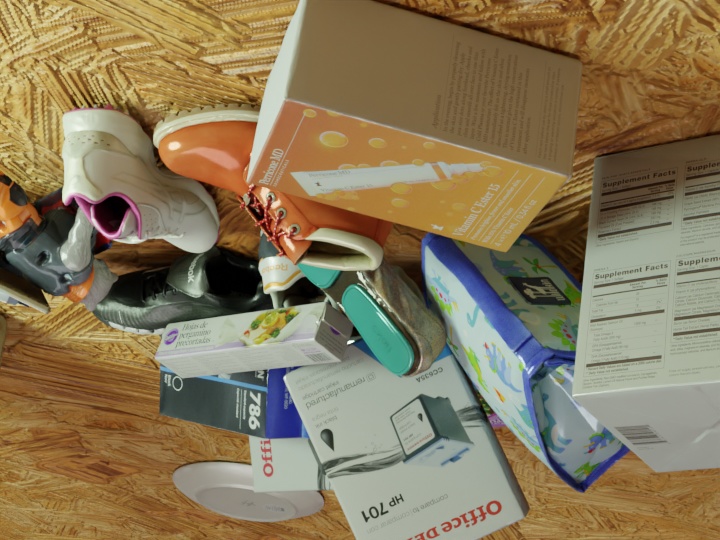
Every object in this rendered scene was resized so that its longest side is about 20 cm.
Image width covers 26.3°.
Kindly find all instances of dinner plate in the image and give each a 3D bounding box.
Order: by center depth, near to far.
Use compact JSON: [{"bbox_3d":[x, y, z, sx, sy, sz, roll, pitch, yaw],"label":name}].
[{"bbox_3d":[-0.147,0.293,1.991,0.200,0.024,0.200,7,154,3],"label":"dinner plate"}]

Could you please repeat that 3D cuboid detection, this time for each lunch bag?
[{"bbox_3d":[0.140,0.060,1.255,0.127,0.170,0.200,-44,140,5],"label":"lunch bag"}]

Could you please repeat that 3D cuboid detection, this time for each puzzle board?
[{"bbox_3d":[-0.369,-0.014,1.342,0.200,0.017,0.151,27,179,-17],"label":"puzzle board"}]

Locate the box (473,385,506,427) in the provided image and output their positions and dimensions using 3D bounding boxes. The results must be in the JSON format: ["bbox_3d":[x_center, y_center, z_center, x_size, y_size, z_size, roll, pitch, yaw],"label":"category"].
[{"bbox_3d":[0.075,0.120,1.558,0.200,0.039,0.137,-8,149,30],"label":"box"}]

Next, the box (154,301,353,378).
[{"bbox_3d":[-0.095,0.062,1.334,0.200,0.039,0.041,-10,141,41],"label":"box"}]

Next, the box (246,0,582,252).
[{"bbox_3d":[0.036,-0.103,1.069,0.200,0.098,0.124,14,153,-10],"label":"box"}]

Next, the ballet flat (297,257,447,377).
[{"bbox_3d":[0.000,0.000,1.265,0.067,0.200,0.068,-27,167,-42],"label":"ballet flat"}]

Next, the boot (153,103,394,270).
[{"bbox_3d":[-0.067,-0.061,1.177,0.200,0.107,0.075,12,155,-3],"label":"boot"}]

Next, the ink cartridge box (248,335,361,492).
[{"bbox_3d":[-0.007,0.135,1.476,0.200,0.145,0.084,-7,177,28],"label":"ink cartridge box"}]

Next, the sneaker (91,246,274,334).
[{"bbox_3d":[-0.154,0.014,1.401,0.200,0.067,0.091,1,150,7],"label":"sneaker"}]

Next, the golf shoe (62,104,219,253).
[{"bbox_3d":[-0.182,-0.052,1.248,0.075,0.092,0.200,-7,151,26],"label":"golf shoe"}]

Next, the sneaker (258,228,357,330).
[{"bbox_3d":[-0.023,0.025,1.363,0.078,0.079,0.200,-14,147,37],"label":"sneaker"}]

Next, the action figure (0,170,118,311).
[{"bbox_3d":[-0.303,-0.023,1.335,0.193,0.105,0.200,32,146,-21],"label":"action figure"}]

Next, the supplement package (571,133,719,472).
[{"bbox_3d":[0.262,0.025,1.132,0.151,0.200,0.152,-9,148,33],"label":"supplement package"}]

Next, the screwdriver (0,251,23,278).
[{"bbox_3d":[-0.381,-0.034,1.416,0.028,0.029,0.200,-18,144,42],"label":"screwdriver"}]

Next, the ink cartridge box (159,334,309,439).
[{"bbox_3d":[-0.115,0.102,1.464,0.200,0.100,0.039,5,-175,41],"label":"ink cartridge box"}]

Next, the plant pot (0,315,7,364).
[{"bbox_3d":[-0.471,0.116,1.577,0.200,0.200,0.177,25,138,-29],"label":"plant pot"}]

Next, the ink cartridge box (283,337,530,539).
[{"bbox_3d":[0.042,0.153,1.354,0.146,0.200,0.086,-26,173,4],"label":"ink cartridge box"}]
